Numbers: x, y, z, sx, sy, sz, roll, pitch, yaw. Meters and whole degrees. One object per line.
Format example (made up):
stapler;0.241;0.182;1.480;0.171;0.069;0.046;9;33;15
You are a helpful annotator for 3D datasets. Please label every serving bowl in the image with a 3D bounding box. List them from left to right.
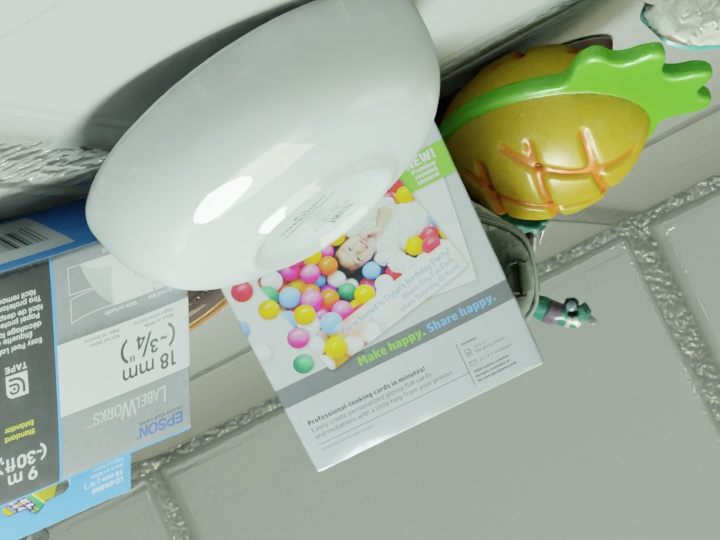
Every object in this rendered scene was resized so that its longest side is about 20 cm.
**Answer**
serving bowl;-0.036;-0.051;0.905;0.200;0.066;0.200;-33;166;-10

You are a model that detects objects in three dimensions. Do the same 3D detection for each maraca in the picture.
maraca;0.133;-0.097;1.162;0.137;0.107;0.200;10;154;-40

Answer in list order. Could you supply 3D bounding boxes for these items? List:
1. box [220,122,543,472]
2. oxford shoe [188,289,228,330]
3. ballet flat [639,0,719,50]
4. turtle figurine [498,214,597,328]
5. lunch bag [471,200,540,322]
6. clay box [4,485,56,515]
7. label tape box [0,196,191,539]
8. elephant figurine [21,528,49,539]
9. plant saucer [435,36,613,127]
box;0.000;0.000;1.069;0.155;0.201;0.041;-25;-160;1
oxford shoe;-0.150;0.012;1.154;0.199;0.071;0.073;-24;169;-15
ballet flat;0.243;-0.190;1.143;0.072;0.072;0.200;-31;174;40
turtle figurine;0.130;-0.009;1.463;0.100;0.150;0.200;-20;142;-7
lunch bag;0.023;0.006;1.209;0.167;0.140;0.200;-5;-175;-8
clay box;-0.352;0.185;1.570;0.200;0.115;0.048;-29;-146;33
label tape box;-0.165;0.069;0.996;0.144;0.201;0.063;-21;-149;-41
elephant figurine;-0.430;0.251;1.732;0.200;0.156;0.142;-30;180;0
plant saucer;0.100;-0.110;1.318;0.200;0.032;0.200;-25;173;-3
